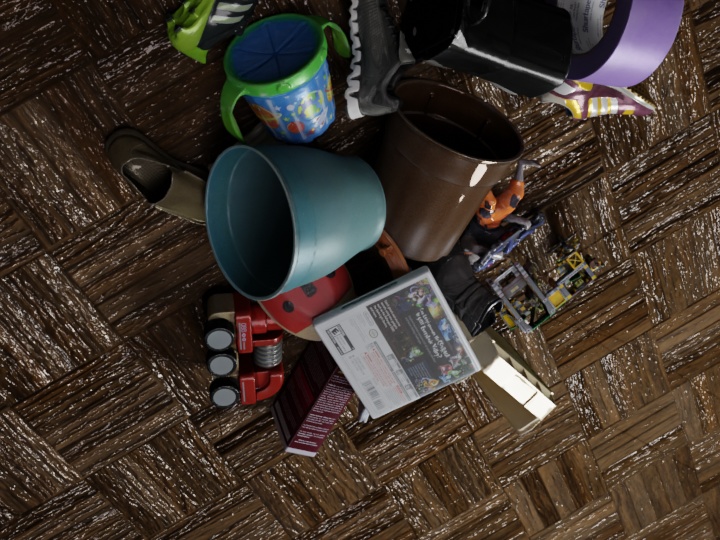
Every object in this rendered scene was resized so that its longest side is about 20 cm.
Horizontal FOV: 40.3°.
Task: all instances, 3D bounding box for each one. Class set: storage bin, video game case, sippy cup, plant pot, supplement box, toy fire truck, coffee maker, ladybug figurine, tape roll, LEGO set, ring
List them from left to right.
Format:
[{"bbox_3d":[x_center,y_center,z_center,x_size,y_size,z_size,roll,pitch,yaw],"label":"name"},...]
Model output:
[{"bbox_3d":[-0.139,0.104,1.514,0.199,0.129,0.177,-4,126,-8],"label":"toy fire truck"},{"bbox_3d":[-0.093,-0.240,1.275,0.177,0.140,0.131,-15,141,7],"label":"sippy cup"},{"bbox_3d":[-0.088,0.014,1.417,0.136,0.072,0.200,-43,95,-6],"label":"ladybug figurine"},{"bbox_3d":[-0.076,-0.076,1.309,0.187,0.200,0.201,-14,131,-40],"label":"plant pot"},{"bbox_3d":[-0.068,0.191,1.598,0.061,0.109,0.201,17,117,-30],"label":"supplement box"},{"bbox_3d":[0.000,0.000,1.441,0.019,0.200,0.201,-35,136,-33],"label":"ring"},{"bbox_3d":[0.055,0.107,1.414,0.181,0.023,0.201,-25,121,9],"label":"video game case"},{"bbox_3d":[0.099,-0.134,1.394,0.199,0.201,0.199,7,128,-27],"label":"plant pot"},{"bbox_3d":[0.204,0.152,1.627,0.094,0.199,0.200,-45,128,7],"label":"storage bin"},{"bbox_3d":[0.182,-0.306,1.298,0.199,0.192,0.135,9,103,-30],"label":"coffee maker"},{"bbox_3d":[0.283,0.006,1.605,0.200,0.154,0.116,-38,95,9],"label":"LEGO set"},{"bbox_3d":[0.335,-0.352,1.322,0.084,0.200,0.201,2,123,-24],"label":"tape roll"}]

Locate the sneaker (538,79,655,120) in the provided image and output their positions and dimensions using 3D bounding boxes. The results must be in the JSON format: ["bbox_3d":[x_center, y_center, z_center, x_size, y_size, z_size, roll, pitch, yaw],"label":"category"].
[{"bbox_3d":[0.357,-0.265,1.485,0.199,0.075,0.090,16,133,-31],"label":"sneaker"}]

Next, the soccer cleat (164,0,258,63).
[{"bbox_3d":[-0.155,-0.343,1.218,0.200,0.068,0.081,-41,144,11],"label":"soccer cleat"}]

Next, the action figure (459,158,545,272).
[{"bbox_3d":[0.216,-0.091,1.546,0.200,0.104,0.194,-27,142,-47],"label":"action figure"}]

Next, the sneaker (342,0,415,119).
[{"bbox_3d":[0.030,-0.296,1.277,0.090,0.066,0.201,7,98,18],"label":"sneaker"}]

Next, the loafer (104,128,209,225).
[{"bbox_3d":[-0.259,-0.112,1.324,0.200,0.068,0.076,31,117,-32],"label":"loafer"}]

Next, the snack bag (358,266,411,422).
[{"bbox_3d":[0.043,0.111,1.538,0.021,0.189,0.201,21,117,-10],"label":"snack bag"}]

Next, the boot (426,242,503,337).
[{"bbox_3d":[0.145,0.052,1.529,0.070,0.132,0.200,-32,166,-18],"label":"boot"}]

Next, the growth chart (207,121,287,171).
[{"bbox_3d":[-0.129,-0.117,1.412,0.144,0.018,0.200,-34,129,4],"label":"growth chart"}]
